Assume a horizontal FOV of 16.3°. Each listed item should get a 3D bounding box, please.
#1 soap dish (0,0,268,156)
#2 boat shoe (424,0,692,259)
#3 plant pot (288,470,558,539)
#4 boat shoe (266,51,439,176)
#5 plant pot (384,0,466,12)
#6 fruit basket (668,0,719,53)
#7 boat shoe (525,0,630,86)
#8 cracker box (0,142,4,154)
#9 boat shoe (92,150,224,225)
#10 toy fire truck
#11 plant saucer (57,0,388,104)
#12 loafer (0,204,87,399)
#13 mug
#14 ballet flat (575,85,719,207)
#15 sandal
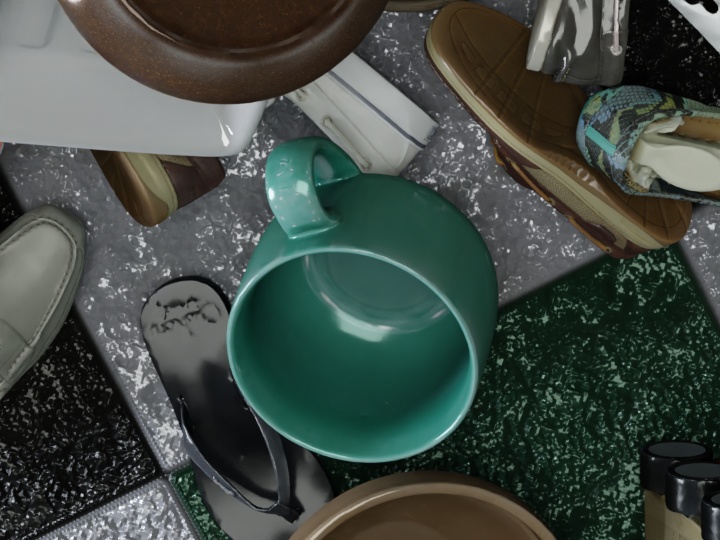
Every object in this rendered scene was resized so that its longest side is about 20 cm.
[{"bbox_3d":[-0.137,-0.139,1.387,0.199,0.081,0.158,2,144,-20],"label":"soap dish"},{"bbox_3d":[0.106,-0.077,1.493,0.200,0.072,0.072,38,145,-17],"label":"boat shoe"},{"bbox_3d":[0.029,0.206,1.529,0.200,0.093,0.202,-4,109,-11],"label":"plant pot"},{"bbox_3d":[-0.048,-0.125,1.500,0.200,0.072,0.066,38,96,-12],"label":"boat shoe"},{"bbox_3d":[0.026,-0.239,1.420,0.199,0.174,0.201,0,101,2],"label":"plant pot"},{"bbox_3d":[0.258,-0.216,1.453,0.200,0.094,0.185,-43,95,13],"label":"fruit basket"},{"bbox_3d":[0.146,-0.203,1.437,0.057,0.067,0.201,15,96,-5],"label":"boat shoe"},{"bbox_3d":[-0.301,-0.010,1.505,0.134,0.058,0.201,25,102,37],"label":"cracker box"},{"bbox_3d":[-0.146,-0.129,1.504,0.072,0.072,0.200,-29,91,-18],"label":"boat shoe"},{"bbox_3d":[0.279,0.176,1.489,0.199,0.176,0.129,-3,100,-11],"label":"toy fire truck"},{"bbox_3d":[-0.067,-0.187,1.300,0.199,0.034,0.201,-1,94,-15],"label":"plant saucer"},{"bbox_3d":[-0.234,0.049,1.538,0.070,0.070,0.200,33,100,-3],"label":"loafer"},{"bbox_3d":[0.009,0.007,1.475,0.151,0.115,0.186,17,126,3],"label":"mug"},{"bbox_3d":[0.222,-0.059,1.462,0.199,0.074,0.075,5,101,-20],"label":"ballet flat"},{"bbox_3d":[-0.080,0.101,1.552,0.076,0.043,0.201,-29,97,8],"label":"sandal"}]
